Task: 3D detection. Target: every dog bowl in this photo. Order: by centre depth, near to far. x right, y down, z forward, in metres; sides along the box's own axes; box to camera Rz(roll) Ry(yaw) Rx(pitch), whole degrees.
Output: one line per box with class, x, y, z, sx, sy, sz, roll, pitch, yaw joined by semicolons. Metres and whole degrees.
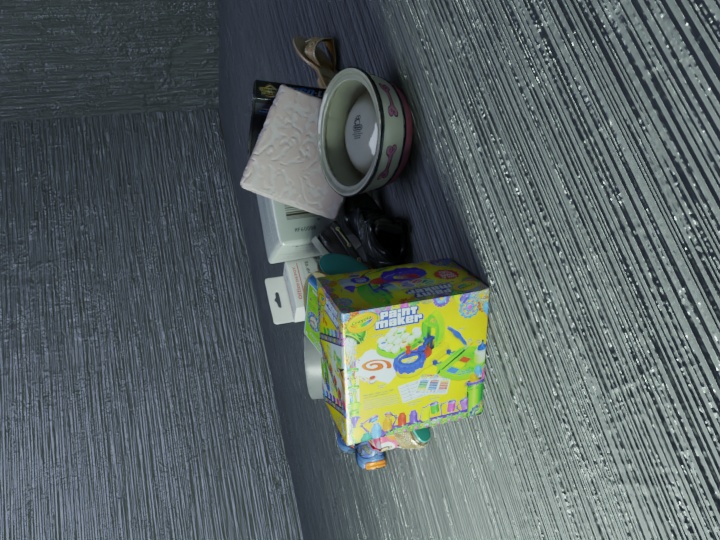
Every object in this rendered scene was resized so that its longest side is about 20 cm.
dog bowl;0.007;-0.219;0.977;0.200;0.074;0.201;13;106;57

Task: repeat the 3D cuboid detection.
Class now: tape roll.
tape roll;-0.094;0.215;1.503;0.200;0.066;0.201;-5;-90;-87

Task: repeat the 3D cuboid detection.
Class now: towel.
towel;-0.094;-0.210;1.086;0.032;0.190;0.201;55;-123;-83

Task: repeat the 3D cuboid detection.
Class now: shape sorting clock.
shape sorting clock;-0.041;0.096;1.006;0.200;0.039;0.201;33;132;47

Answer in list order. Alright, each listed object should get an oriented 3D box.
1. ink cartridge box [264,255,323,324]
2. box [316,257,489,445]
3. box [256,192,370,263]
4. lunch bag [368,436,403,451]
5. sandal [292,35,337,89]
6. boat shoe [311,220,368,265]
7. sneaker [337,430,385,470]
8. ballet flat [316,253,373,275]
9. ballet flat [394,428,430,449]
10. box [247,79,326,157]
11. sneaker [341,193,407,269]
ink cartridge box;-0.093;0.036;1.279;0.067;0.199;0.116;111;146;-58
box;0.055;0.104;0.823;0.122;0.199;0.193;-132;38;-62
box;-0.095;-0.137;1.205;0.171;0.199;0.200;145;114;-69
lunch bag;0.028;0.269;1.196;0.200;0.082;0.177;-160;62;-71
sandal;-0.070;-0.436;1.234;0.070;0.077;0.212;-54;50;39
boat shoe;0.000;0.000;1.096;0.201;0.061;0.072;47;-179;-10
sneaker;0.005;0.380;1.374;0.200;0.075;0.079;-170;81;-64
ballet flat;0.015;0.033;1.009;0.199;0.069;0.063;23;150;23
ballet flat;0.049;0.221;1.057;0.065;0.070;0.201;-36;72;36
box;-0.121;-0.289;1.216;0.199;0.199;0.050;120;150;-63
sneaker;0.028;-0.084;1.047;0.114;0.076;0.200;110;144;-54
